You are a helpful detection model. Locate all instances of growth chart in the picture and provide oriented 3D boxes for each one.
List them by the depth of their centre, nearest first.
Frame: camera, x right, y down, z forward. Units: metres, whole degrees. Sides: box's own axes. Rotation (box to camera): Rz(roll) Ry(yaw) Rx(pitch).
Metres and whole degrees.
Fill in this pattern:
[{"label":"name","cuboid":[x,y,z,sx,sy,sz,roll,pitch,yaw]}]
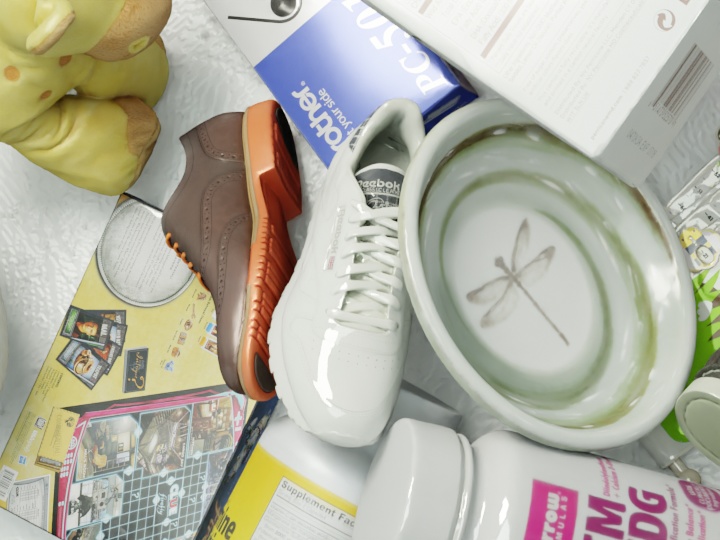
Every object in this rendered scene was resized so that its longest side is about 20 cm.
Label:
[{"label":"growth chart","cuboid":[0.206,0.012,1.475,0.145,0.018,0.200,42,97,16]}]

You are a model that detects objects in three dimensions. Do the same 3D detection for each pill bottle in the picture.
[{"label":"pill bottle","cuboid":[0.103,0.150,1.395,0.199,0.113,0.114,16,88,-14]},{"label":"pill bottle","cuboid":[-0.024,0.151,1.477,0.112,0.112,0.201,28,92,18]}]

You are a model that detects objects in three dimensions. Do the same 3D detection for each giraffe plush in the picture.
[{"label":"giraffe plush","cuboid":[-0.175,-0.147,1.490,0.162,0.199,0.173,-43,66,47]}]

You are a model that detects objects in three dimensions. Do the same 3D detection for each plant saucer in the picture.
[{"label":"plant saucer","cuboid":[0.092,0.008,1.425,0.050,0.199,0.201,-33,72,49]}]

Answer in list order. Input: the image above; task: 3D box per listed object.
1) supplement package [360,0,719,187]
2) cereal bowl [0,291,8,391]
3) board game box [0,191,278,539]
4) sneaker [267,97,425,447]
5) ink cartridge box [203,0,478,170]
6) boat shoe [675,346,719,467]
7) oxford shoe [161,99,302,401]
[{"label":"supplement package","cuboid":[0.088,-0.151,1.377,0.200,0.117,0.118,37,96,17]},{"label":"cereal bowl","cuboid":[-0.271,0.011,1.554,0.200,0.083,0.201,30,133,37]},{"label":"board game box","cuboid":[-0.121,0.073,1.556,0.135,0.035,0.201,26,91,18]},{"label":"sneaker","cuboid":[0.000,0.000,1.424,0.076,0.081,0.201,14,55,-13]},{"label":"ink cartridge box","cuboid":[-0.027,-0.152,1.549,0.094,0.044,0.200,-40,74,11]},{"label":"boat shoe","cuboid":[0.265,0.111,1.416,0.201,0.072,0.061,39,56,4]},{"label":"oxford shoe","cuboid":[-0.074,-0.006,1.498,0.072,0.071,0.201,-11,48,13]}]
